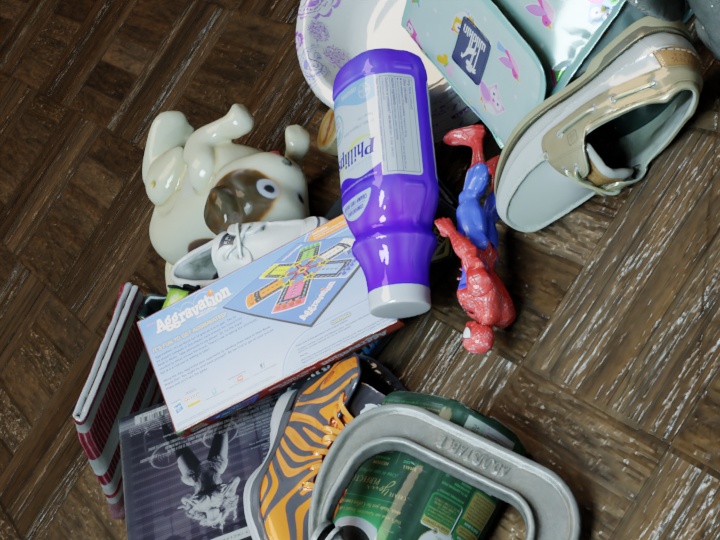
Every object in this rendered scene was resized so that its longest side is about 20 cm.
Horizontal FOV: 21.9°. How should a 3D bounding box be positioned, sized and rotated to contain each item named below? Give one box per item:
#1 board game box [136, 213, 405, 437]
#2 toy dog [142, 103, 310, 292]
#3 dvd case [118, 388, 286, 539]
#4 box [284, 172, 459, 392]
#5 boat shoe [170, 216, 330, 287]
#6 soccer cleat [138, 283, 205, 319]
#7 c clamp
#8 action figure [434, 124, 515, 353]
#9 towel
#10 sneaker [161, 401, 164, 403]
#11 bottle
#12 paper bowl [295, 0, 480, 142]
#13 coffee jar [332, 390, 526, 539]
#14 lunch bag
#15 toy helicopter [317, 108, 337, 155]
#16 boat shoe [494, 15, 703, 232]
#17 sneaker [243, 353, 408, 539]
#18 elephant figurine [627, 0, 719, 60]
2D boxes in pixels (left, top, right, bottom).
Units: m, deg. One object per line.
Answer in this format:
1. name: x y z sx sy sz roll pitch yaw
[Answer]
1. board game box: -0.072 0.042 1.454 0.200 0.019 0.103 -27 67 12
2. toy dog: -0.121 -0.060 1.711 0.200 0.140 0.194 7 67 61
3. dvd case: -0.118 0.162 1.485 0.149 0.016 0.200 -21 37 4
4. box: 0.000 0.000 1.525 0.200 0.046 0.159 -52 25 11
5. boat shoe: -0.096 -0.007 1.576 0.200 0.065 0.074 -28 37 49
6. soccer cleat: -0.119 0.042 1.541 0.200 0.081 0.068 -9 55 57
7. c clamp: 0.044 0.175 1.141 0.200 0.027 0.171 30 76 26
8. action figure: 0.085 -0.018 1.366 0.052 0.065 0.200 -18 43 17
9. towel: -0.211 0.117 1.646 0.200 0.023 0.144 83 -158 -59
10. sneaker: -0.136 0.138 1.576 0.116 0.076 0.200 -49 25 8
11. bottle: 0.021 -0.065 1.413 0.084 0.065 0.200 -34 57 59
12. paper bowl: 0.054 -0.200 1.545 0.201 0.104 0.201 -11 67 26
13. coffee jar: 0.025 0.183 1.217 0.104 0.085 0.200 5 63 54
14. lunch bag: 0.133 -0.201 1.376 0.200 0.122 0.170 -49 64 21
15. toy helicopter: 0.009 -0.198 1.718 0.200 0.079 0.132 -60 29 23
16. boat shoe: 0.163 -0.089 1.304 0.200 0.075 0.068 -51 35 36
17. sneaker: -0.021 0.134 1.368 0.112 0.078 0.200 -41 29 32
18. elephant figurine: 0.221 -0.217 1.205 0.142 0.200 0.155 -58 25 -4
